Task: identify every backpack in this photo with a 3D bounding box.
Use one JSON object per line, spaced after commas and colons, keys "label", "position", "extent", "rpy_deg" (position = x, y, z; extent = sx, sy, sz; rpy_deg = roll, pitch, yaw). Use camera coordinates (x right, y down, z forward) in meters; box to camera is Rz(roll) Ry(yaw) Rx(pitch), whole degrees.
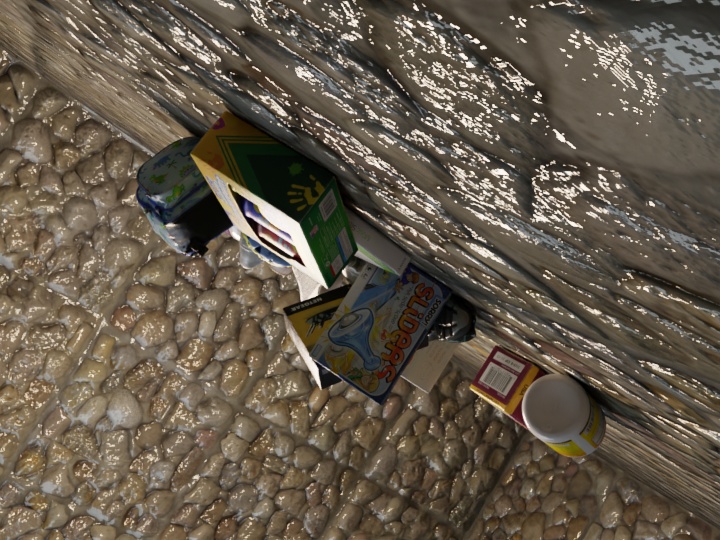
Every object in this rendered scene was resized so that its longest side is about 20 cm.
{"label": "backpack", "position": [-0.300, -0.143, 1.461], "extent": [0.199, 0.183, 0.148], "rpy_deg": [26, 150, 50]}

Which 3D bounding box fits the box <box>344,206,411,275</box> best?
{"label": "box", "position": [-0.026, -0.061, 1.215], "extent": [0.144, 0.037, 0.200], "rpy_deg": [36, 177, -26]}

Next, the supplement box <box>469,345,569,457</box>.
{"label": "supplement box", "position": [0.327, 0.246, 1.579], "extent": [0.199, 0.104, 0.131], "rpy_deg": [36, 175, -27]}

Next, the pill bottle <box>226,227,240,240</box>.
{"label": "pill bottle", "position": [-0.245, -0.124, 1.697], "extent": [0.199, 0.113, 0.112], "rpy_deg": [32, 176, 36]}

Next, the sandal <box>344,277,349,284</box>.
{"label": "sandal", "position": [0.005, 0.003, 1.492], "extent": [0.077, 0.070, 0.212], "rpy_deg": [33, 176, 8]}

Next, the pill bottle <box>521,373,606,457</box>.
{"label": "pill bottle", "position": [0.343, 0.246, 1.384], "extent": [0.109, 0.110, 0.200], "rpy_deg": [31, 175, 34]}

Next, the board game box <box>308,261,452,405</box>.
{"label": "board game box", "position": [0.030, 0.082, 1.263], "extent": [0.134, 0.201, 0.034], "rpy_deg": [31, 178, 12]}

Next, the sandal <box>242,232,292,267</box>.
{"label": "sandal", "position": [-0.148, -0.094, 1.221], "extent": [0.201, 0.079, 0.087], "rpy_deg": [55, 163, 0]}

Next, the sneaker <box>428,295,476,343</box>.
{"label": "sneaker", "position": [0.154, 0.079, 1.344], "extent": [0.078, 0.077, 0.200], "rpy_deg": [6, 175, -8]}

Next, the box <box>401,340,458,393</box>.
{"label": "box", "position": [0.091, 0.115, 1.542], "extent": [0.106, 0.153, 0.200], "rpy_deg": [30, 174, 35]}

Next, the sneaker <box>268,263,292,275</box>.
{"label": "sneaker", "position": [-0.128, -0.077, 1.774], "extent": [0.071, 0.113, 0.201], "rpy_deg": [31, -153, -6]}

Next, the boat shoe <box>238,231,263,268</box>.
{"label": "boat shoe", "position": [-0.164, -0.063, 1.490], "extent": [0.071, 0.069, 0.201], "rpy_deg": [20, -152, 1]}

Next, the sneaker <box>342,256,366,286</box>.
{"label": "sneaker", "position": [0.035, 0.020, 1.362], "extent": [0.200, 0.075, 0.082], "rpy_deg": [44, 164, 20]}

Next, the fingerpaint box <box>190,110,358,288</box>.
{"label": "fingerpaint box", "position": [-0.100, -0.080, 1.026], "extent": [0.166, 0.074, 0.200], "rpy_deg": [33, 165, 18]}

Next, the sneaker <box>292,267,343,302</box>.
{"label": "sneaker", "position": [-0.068, -0.009, 1.438], "extent": [0.072, 0.085, 0.201], "rpy_deg": [29, 150, 16]}

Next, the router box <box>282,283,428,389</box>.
{"label": "router box", "position": [-0.009, 0.093, 1.379], "extent": [0.158, 0.198, 0.053], "rpy_deg": [52, 155, 45]}
